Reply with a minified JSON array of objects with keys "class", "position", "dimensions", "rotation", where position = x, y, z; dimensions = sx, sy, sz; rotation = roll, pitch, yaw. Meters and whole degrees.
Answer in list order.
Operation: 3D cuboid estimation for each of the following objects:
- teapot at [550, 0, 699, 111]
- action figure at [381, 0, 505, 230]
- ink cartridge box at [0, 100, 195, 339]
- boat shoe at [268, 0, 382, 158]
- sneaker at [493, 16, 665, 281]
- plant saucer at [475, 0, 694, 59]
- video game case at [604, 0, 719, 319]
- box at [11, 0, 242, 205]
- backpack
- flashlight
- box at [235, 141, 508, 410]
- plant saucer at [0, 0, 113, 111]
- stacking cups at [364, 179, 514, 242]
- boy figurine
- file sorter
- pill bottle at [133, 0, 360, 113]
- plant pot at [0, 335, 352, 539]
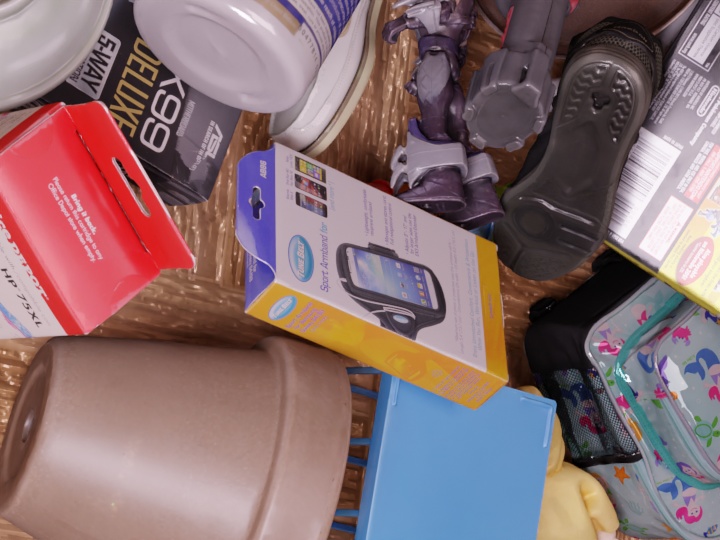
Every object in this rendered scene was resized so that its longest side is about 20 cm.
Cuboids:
[{"class":"teapot","position":[0.233,-0.170,1.858],"dimensions":[0.200,0.146,0.198],"rotation":[17,97,-64]},{"class":"action figure","position":[0.051,-0.131,1.710],"dimensions":[0.130,0.069,0.201],"rotation":[44,42,-65]},{"class":"ink cartridge box","position":[-0.194,-0.026,1.478],"dimensions":[0.067,0.200,0.116],"rotation":[-41,111,-32]},{"class":"boat shoe","position":[-0.028,-0.166,1.700],"dimensions":[0.068,0.075,0.201],"rotation":[35,57,-29]},{"class":"sneaker","position":[0.152,-0.086,1.721],"dimensions":[0.076,0.200,0.114],"rotation":[24,38,8]},{"class":"plant saucer","position":[0.165,-0.236,1.788],"dimensions":[0.032,0.199,0.201],"rotation":[35,64,-61]},{"class":"video game case","position":[0.266,-0.071,1.740],"dimensions":[0.180,0.025,0.200],"rotation":[33,101,8]},{"class":"box","position":[-0.134,-0.164,1.627],"dimensions":[0.157,0.050,0.201],"rotation":[32,68,-31]},{"class":"backpack","position":[0.231,0.092,1.838],"dimensions":[0.177,0.150,0.201],"rotation":[-36,113,-35]},{"class":"flashlight","position":[0.104,-0.151,1.679],"dimensions":[0.200,0.068,0.068],"rotation":[-71,154,-49]},{"class":"box","position":[0.000,0.000,1.612],"dimensions":[0.199,0.041,0.119],"rotation":[23,42,-24]},{"class":"plant saucer","position":[-0.235,-0.193,1.516],"dimensions":[0.199,0.050,0.201],"rotation":[5,77,-21]},{"class":"stacking cups","position":[0.062,-0.040,1.765],"dimensions":[0.199,0.060,0.061],"rotation":[5,84,-36]},{"class":"boy figurine","position":[0.120,0.181,1.791],"dimensions":[0.124,0.064,0.201],"rotation":[-14,93,-17]},{"class":"file sorter","position":[0.025,0.170,1.683],"dimensions":[0.138,0.122,0.201],"rotation":[17,76,-35]},{"class":"pill bottle","position":[-0.044,-0.209,1.594],"dimensions":[0.120,0.120,0.200],"rotation":[44,62,-27]},{"class":"plant pot","position":[-0.122,0.120,1.550],"dimensions":[0.174,0.200,0.201],"rotation":[18,76,-18]}]
